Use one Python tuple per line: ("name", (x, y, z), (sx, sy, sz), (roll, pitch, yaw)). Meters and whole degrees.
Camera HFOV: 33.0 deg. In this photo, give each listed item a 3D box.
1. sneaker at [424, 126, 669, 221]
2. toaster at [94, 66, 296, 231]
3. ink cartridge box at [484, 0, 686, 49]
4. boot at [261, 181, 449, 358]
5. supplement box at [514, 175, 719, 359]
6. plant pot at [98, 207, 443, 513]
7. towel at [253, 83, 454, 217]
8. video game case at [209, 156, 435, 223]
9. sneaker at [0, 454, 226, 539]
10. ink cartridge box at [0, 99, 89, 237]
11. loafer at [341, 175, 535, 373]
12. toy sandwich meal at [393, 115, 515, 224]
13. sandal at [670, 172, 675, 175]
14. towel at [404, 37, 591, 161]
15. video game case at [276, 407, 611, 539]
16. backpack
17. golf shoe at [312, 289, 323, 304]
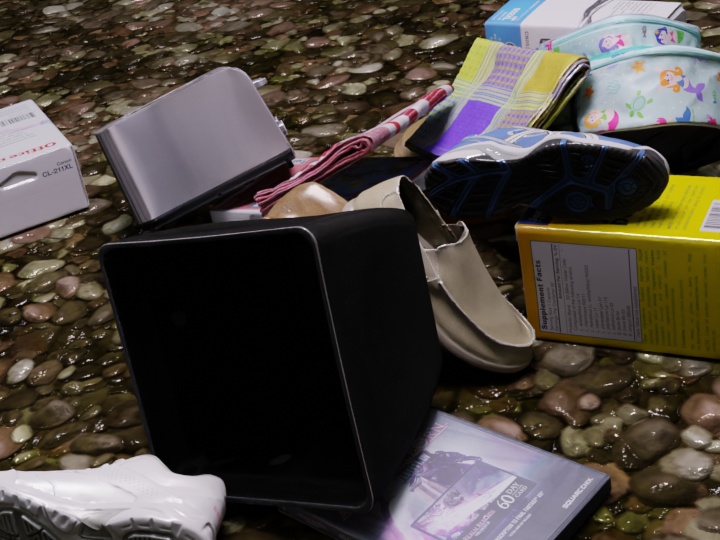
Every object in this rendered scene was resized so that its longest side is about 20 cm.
("sneaker", (0.153, -0.089, 0.986), (0.198, 0.076, 0.077), (5, 37, 26))
("toaster", (-0.175, -0.127, 1.251), (0.199, 0.119, 0.181), (-27, 11, -2))
("ink cartridge box", (0.247, -0.214, 1.324), (0.199, 0.146, 0.084), (10, 35, 32))
("boot", (0.006, -0.003, 1.031), (0.199, 0.074, 0.076), (37, 71, 11))
("supplement box", (0.242, -0.008, 1.004), (0.198, 0.110, 0.110), (6, 33, 27))
("plant pot", (-0.047, 0.046, 0.913), (0.199, 0.201, 0.177), (-4, 15, 34))
("towel", (-0.002, -0.120, 1.145), (0.143, 0.023, 0.200), (-27, 8, 33))
("video game case", (-0.032, -0.079, 1.203), (0.199, 0.018, 0.143), (4, 28, 35))
("sneaker", (-0.187, 0.173, 0.879), (0.198, 0.079, 0.099), (7, 26, 12))
("ink cartridge box", (-0.424, -0.119, 1.439), (0.145, 0.083, 0.200), (-21, 31, -19))
("loafer", (0.071, 0.002, 0.988), (0.200, 0.068, 0.076), (42, 34, 1))
("toy sandwich meal", (0.127, -0.116, 1.281), (0.203, 0.071, 0.206), (-8, 25, 4))
("sandal", (0.286, -0.053, 1.112), (0.205, 0.080, 0.059), (-2, 28, -2))
("towel", (0.124, -0.154, 1.142), (0.144, 0.023, 0.200), (-54, 28, -1))
("video game case", (0.057, 0.159, 0.867), (0.199, 0.019, 0.143), (17, 40, 38))
("backpack", (0.262, -0.156, 1.142), (0.176, 0.152, 0.199), (5, -5, -34))
("golf shoe", (0.000, 0.000, 1.119), (0.198, 0.078, 0.095), (2, 21, 6))
